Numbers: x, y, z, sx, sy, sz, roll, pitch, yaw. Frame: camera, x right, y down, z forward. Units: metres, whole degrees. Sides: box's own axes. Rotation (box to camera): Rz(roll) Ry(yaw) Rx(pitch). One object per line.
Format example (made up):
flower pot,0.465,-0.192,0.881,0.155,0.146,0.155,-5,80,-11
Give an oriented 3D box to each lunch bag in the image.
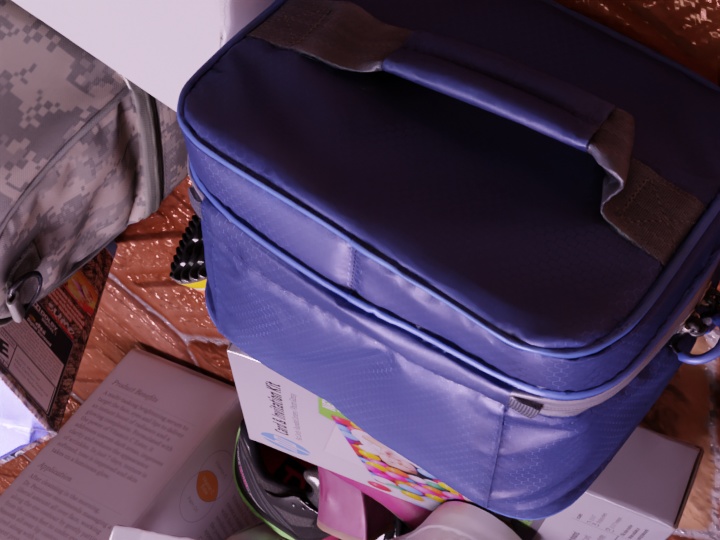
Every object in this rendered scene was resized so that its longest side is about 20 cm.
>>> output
lunch bag,-0.180,-0.087,0.673,0.200,0.168,0.139,35,152,12
lunch bag,0.039,-0.019,0.524,0.200,0.136,0.132,29,151,22

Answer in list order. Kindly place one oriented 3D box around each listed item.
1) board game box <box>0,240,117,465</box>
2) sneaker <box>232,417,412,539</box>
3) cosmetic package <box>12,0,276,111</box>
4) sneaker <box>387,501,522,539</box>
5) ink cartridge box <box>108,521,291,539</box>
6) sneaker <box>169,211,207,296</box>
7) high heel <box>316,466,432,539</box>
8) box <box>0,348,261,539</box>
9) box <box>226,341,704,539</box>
board game box,-0.230,-0.003,0.816,0.097,0.200,0.160,-28,115,16
sneaker,0.001,0.144,0.882,0.200,0.077,0.084,25,150,24
cosmetic package,-0.105,-0.154,0.576,0.200,0.081,0.113,34,152,12
sneaker,0.012,0.196,0.749,0.074,0.116,0.200,33,151,7
ink cartridge box,-0.090,0.230,0.945,0.200,0.160,0.047,14,-164,-27
sneaker,0.000,0.000,0.697,0.090,0.070,0.200,37,158,-35
high heel,0.062,0.112,0.787,0.200,0.067,0.096,10,108,22
box,-0.149,0.181,0.992,0.106,0.200,0.152,18,145,36
box,0.042,0.079,0.689,0.200,0.041,0.156,22,161,7
